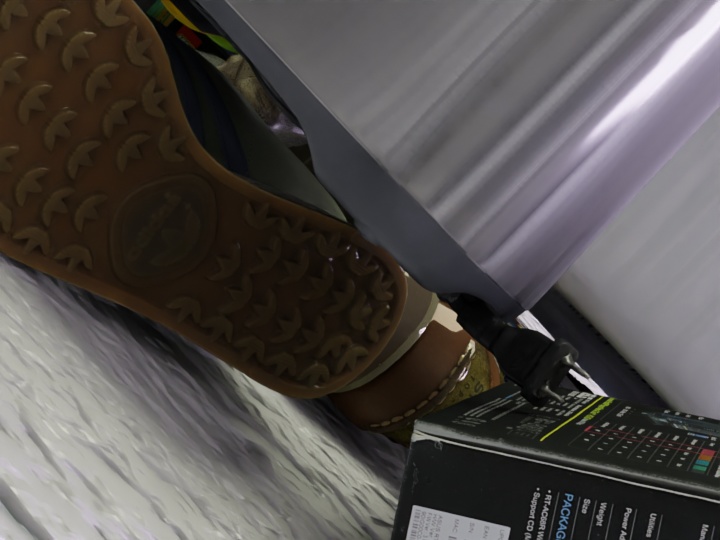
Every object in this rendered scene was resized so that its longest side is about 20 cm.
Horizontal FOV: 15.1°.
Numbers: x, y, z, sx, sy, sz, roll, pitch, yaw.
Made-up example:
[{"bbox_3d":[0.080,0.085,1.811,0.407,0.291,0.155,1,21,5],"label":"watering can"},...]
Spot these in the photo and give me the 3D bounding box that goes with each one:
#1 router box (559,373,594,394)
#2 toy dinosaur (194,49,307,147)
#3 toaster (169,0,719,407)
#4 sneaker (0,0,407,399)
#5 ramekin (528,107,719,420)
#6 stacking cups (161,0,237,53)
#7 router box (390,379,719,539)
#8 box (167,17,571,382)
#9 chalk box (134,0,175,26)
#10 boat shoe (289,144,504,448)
[{"bbox_3d":[0.128,0.131,0.869,0.149,0.051,0.200,40,8,-41],"label":"router box"},{"bbox_3d":[-0.057,-0.051,0.818,0.088,0.048,0.200,14,-15,-19],"label":"toy dinosaur"},{"bbox_3d":[0.023,-0.080,0.673,0.200,0.129,0.114,47,4,18],"label":"toaster"},{"bbox_3d":[-0.074,-0.039,0.694,0.200,0.067,0.090,39,2,-44],"label":"sneaker"},{"bbox_3d":[0.116,-0.001,0.903,0.200,0.098,0.200,46,-3,3],"label":"ramekin"},{"bbox_3d":[-0.017,-0.098,1.028,0.061,0.061,0.200,46,7,17],"label":"stacking cups"},{"bbox_3d":[0.093,0.075,0.677,0.149,0.063,0.200,11,3,10],"label":"router box"},{"bbox_3d":[0.007,-0.004,1.023,0.200,0.040,0.137,48,7,35],"label":"box"},{"bbox_3d":[-0.090,-0.162,1.052,0.125,0.124,0.200,44,7,3],"label":"chalk box"},{"bbox_3d":[0.000,0.000,0.881,0.068,0.072,0.200,46,15,-25],"label":"boat shoe"}]
